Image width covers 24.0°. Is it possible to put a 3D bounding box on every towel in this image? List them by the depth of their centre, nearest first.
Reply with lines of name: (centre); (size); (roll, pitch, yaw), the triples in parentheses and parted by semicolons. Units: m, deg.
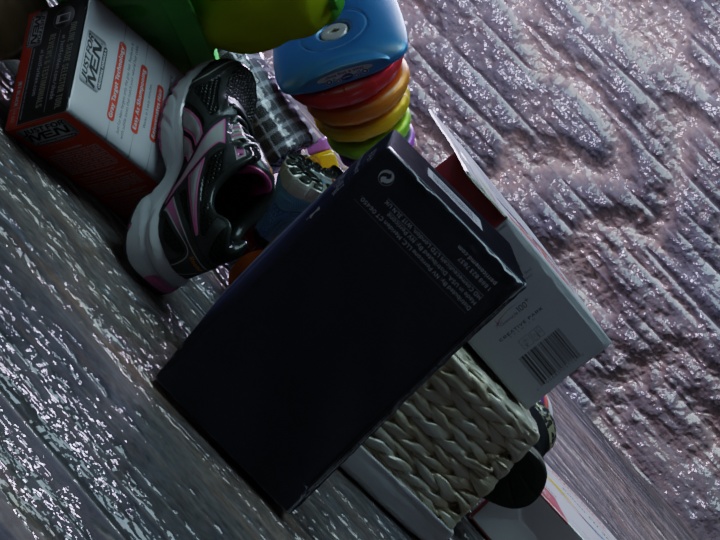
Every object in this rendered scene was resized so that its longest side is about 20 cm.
towel: (-0.107, -0.162, 1.469); (0.166, 0.085, 0.200); (57, 8, -3)

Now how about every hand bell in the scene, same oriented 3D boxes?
hand bell: (-0.232, -0.144, 1.261); (0.200, 0.104, 0.104); (58, 1, -25)

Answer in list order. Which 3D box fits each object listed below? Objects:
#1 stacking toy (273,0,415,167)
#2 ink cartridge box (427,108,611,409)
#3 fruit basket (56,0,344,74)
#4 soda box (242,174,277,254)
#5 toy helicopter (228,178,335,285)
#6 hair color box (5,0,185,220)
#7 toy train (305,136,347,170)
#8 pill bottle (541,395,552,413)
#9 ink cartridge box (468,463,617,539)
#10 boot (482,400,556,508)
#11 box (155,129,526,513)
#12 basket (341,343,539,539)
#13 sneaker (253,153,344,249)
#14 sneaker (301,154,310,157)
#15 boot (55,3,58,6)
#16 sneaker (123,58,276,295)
stacking toy: (0.006, -0.128, 1.470); (0.110, 0.116, 0.200); (-100, 171, -51)
ink cartridge box: (0.089, -0.015, 1.305); (0.176, 0.084, 0.200); (49, 7, -18)
fruit basket: (-0.119, -0.222, 1.258); (0.216, 0.215, 0.156); (35, 34, -61)
soda box: (-0.044, -0.005, 1.529); (0.070, 0.064, 0.200); (-1, 43, -43)
toy helicopter: (0.000, 0.000, 1.379); (0.200, 0.132, 0.079); (11, 31, -42)
hair color box: (-0.164, -0.101, 1.234); (0.200, 0.061, 0.102); (41, 46, -48)
toy train: (-0.036, -0.038, 1.623); (0.151, 0.055, 0.200); (60, -33, 20)
pill bottle: (0.090, 0.093, 1.586); (0.200, 0.111, 0.111); (53, 2, -35)
ink cartridge box: (0.173, 0.237, 1.555); (0.117, 0.067, 0.200); (48, 7, 9)
boot: (0.076, 0.117, 1.439); (0.203, 0.074, 0.154); (33, 15, 8)
box: (-0.010, 0.023, 1.071); (0.123, 0.198, 0.200); (44, 6, -3)
basket: (0.024, 0.084, 1.266); (0.200, 0.123, 0.136); (46, 8, -20)
sneaker: (-0.034, -0.039, 1.449); (0.078, 0.090, 0.200); (43, 11, 26)
sneaker: (-0.068, -0.071, 1.763); (0.200, 0.088, 0.074); (46, 5, -26)
boot: (-0.186, -0.132, 1.440); (0.200, 0.074, 0.155); (61, 11, 16)
sneaker: (-0.094, -0.069, 1.194); (0.080, 0.086, 0.201); (50, 39, -43)
